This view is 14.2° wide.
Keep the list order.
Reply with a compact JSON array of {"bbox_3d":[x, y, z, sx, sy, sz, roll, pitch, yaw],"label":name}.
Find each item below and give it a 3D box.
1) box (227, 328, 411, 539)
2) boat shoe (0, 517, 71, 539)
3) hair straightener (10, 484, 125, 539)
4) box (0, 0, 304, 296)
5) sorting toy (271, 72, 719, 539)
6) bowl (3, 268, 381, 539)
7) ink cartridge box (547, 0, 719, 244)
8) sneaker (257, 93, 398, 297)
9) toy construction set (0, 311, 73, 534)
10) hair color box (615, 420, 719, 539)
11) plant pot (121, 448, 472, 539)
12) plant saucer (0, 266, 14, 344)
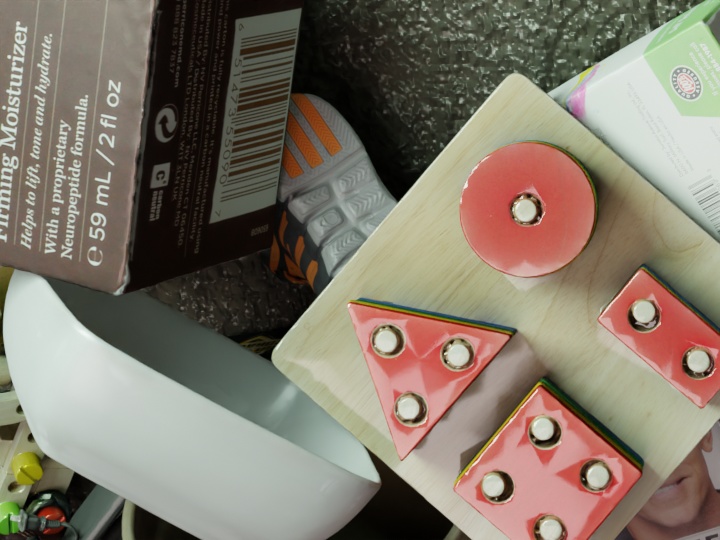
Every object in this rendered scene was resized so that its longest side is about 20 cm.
[{"bbox_3d":[0.016,0.107,1.693,0.200,0.046,0.159,-7,112,26],"label":"box"},{"bbox_3d":[-0.167,0.227,1.822,0.200,0.070,0.070,41,125,2],"label":"boat shoe"},{"bbox_3d":[-0.190,0.167,1.768,0.200,0.041,0.077,-43,123,14],"label":"hair straightener"},{"bbox_3d":[-0.156,-0.097,1.508,0.200,0.164,0.166,14,106,24],"label":"box"},{"bbox_3d":[0.087,0.036,1.480,0.199,0.070,0.200,41,97,3],"label":"sorting toy"},{"bbox_3d":[-0.100,0.073,1.501,0.199,0.200,0.075,30,98,-18],"label":"bowl"},{"bbox_3d":[0.142,-0.051,1.546,0.200,0.067,0.117,-29,100,32],"label":"ink cartridge box"},{"bbox_3d":[0.000,0.000,1.606,0.200,0.077,0.112,61,166,12],"label":"sneaker"},{"bbox_3d":[-0.232,0.103,1.761,0.200,0.131,0.092,-54,42,44],"label":"toy construction set"},{"bbox_3d":[0.179,0.111,1.615,0.100,0.061,0.200,-21,104,30],"label":"hair color box"},{"bbox_3d":[-0.015,0.183,1.622,0.199,0.200,0.174,3,133,22],"label":"plant pot"},{"bbox_3d":[-0.284,-0.031,1.757,0.200,0.048,0.200,40,124,0],"label":"plant saucer"}]
